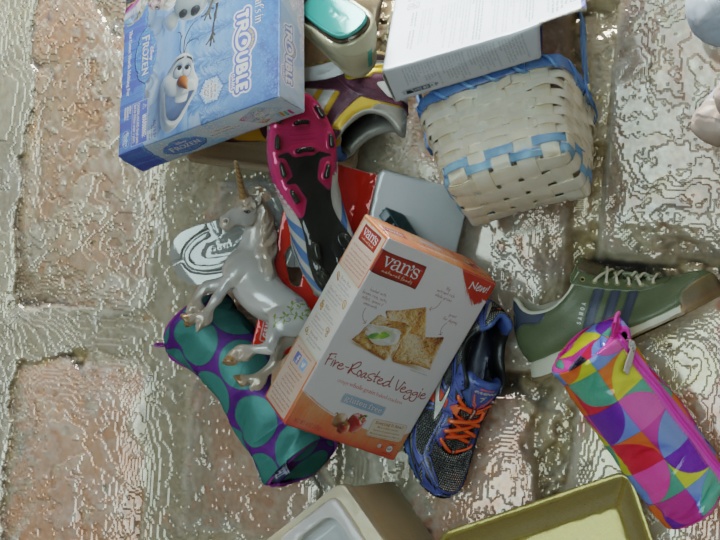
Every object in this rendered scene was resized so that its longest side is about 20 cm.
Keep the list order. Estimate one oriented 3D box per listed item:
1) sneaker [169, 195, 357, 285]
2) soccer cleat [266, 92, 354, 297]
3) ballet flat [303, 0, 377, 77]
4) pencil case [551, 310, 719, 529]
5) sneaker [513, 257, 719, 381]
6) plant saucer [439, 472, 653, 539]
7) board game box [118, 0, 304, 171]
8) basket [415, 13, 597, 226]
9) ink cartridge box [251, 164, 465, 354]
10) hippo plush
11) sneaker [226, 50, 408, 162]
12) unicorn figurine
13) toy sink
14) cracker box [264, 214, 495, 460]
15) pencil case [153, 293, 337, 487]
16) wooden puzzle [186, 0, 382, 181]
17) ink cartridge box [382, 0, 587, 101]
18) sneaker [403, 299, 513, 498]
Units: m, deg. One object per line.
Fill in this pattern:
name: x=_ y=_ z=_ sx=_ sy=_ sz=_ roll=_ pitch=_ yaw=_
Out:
sneaker: x=-0.093 y=-0.034 z=1.713 sx=0.198 sy=0.081 sz=0.077 roll=-8 pitch=90 yaw=-2
soccer cleat: x=-0.051 y=-0.066 z=1.612 sx=0.069 sy=0.086 sz=0.202 roll=-13 pitch=88 yaw=-17
ballet flat: x=-0.043 y=-0.248 z=1.636 sx=0.070 sy=0.069 sz=0.200 roll=-49 pitch=47 yaw=10
pencil case: x=0.254 y=0.136 z=1.540 sx=0.088 sy=0.088 sz=0.201 roll=-34 pitch=101 yaw=13
sneaker: x=0.231 y=0.025 z=1.596 sx=0.199 sy=0.067 sz=0.090 roll=-26 pitch=85 yaw=18
plant saucer: x=0.196 y=0.312 z=1.600 sx=0.199 sy=0.048 sz=0.202 roll=-21 pitch=80 yaw=16
board game box: x=-0.143 y=-0.217 z=1.628 sx=0.198 sy=0.043 sz=0.202 roll=-16 pitch=62 yaw=31
basket: x=0.134 y=-0.153 z=1.612 sx=0.175 sy=0.139 sz=0.202 roll=-14 pitch=63 yaw=18
ink cartridge box: x=0.000 y=0.000 z=1.661 sx=0.172 sy=0.044 sz=0.202 roll=13 pitch=90 yaw=-5
hippo plush: x=0.370 y=-0.215 z=1.521 sx=0.199 sy=0.159 sz=0.162 roll=-21 pitch=80 yaw=17
sneaker: x=-0.051 y=-0.144 z=1.651 sx=0.198 sy=0.075 sz=0.091 roll=-16 pitch=68 yaw=14
unicorn figurine: x=-0.105 y=0.019 z=1.640 sx=0.137 sy=0.074 sz=0.200 roll=-42 pitch=91 yaw=-9
toy sink: x=-0.020 y=0.277 z=1.596 sx=0.130 sy=0.200 sz=0.112 roll=-40 pitch=75 yaw=13
cracker box: x=0.018 y=0.064 z=1.579 sx=0.201 sy=0.133 sz=0.058 roll=-61 pitch=34 yaw=12
pencil case: x=-0.113 y=0.121 z=1.699 sx=0.092 sy=0.085 sz=0.200 roll=-41 pitch=74 yaw=10
wooden puzzle: x=-0.074 y=-0.194 z=1.734 sx=0.184 sy=0.046 sz=0.202 roll=9 pitch=84 yaw=19
ink cartridge box: x=0.124 y=-0.251 z=1.604 sx=0.198 sy=0.200 sz=0.041 roll=-15 pitch=125 yaw=20
sneaker: x=0.095 y=0.118 z=1.619 sx=0.078 sy=0.075 sz=0.202 roll=10 pitch=90 yaw=59
